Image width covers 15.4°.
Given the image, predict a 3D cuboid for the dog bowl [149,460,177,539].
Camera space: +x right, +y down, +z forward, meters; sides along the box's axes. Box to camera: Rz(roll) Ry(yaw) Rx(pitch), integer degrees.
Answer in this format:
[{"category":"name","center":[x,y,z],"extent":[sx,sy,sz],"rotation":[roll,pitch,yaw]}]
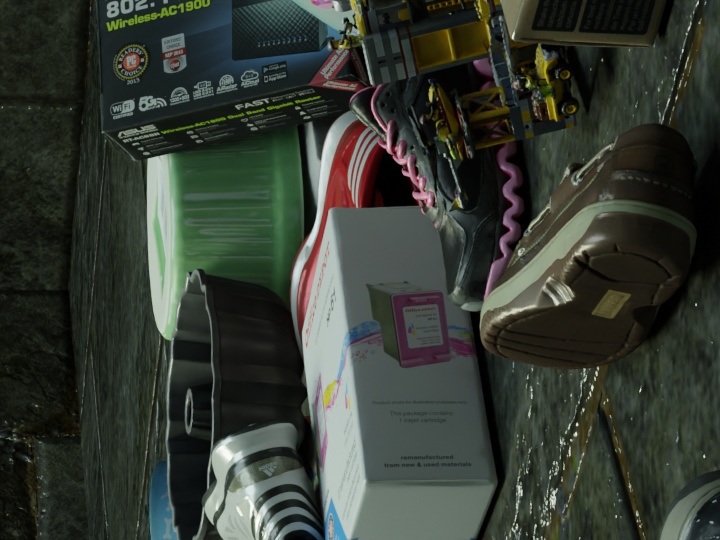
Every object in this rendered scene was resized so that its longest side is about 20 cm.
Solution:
[{"category":"dog bowl","center":[-0.144,0.237,2.407],"extent":[0.200,0.049,0.112],"rotation":[60,-153,-71]}]

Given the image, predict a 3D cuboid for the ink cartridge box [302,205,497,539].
[{"category":"ink cartridge box","center":[0.020,0.080,1.628],"extent":[0.145,0.084,0.201],"rotation":[105,163,-53]}]

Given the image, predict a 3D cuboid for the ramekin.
[{"category":"ramekin","center":[-0.105,-0.038,2.002],"extent":[0.200,0.097,0.202],"rotation":[179,90,-80]}]

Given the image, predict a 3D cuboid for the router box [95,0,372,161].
[{"category":"router box","center":[-0.090,-0.176,1.901],"extent":[0.062,0.199,0.151],"rotation":[43,-142,-62]}]

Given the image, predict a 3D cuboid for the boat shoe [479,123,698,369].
[{"category":"boat shoe","center":[0.111,-0.011,1.228],"extent":[0.202,0.074,0.075],"rotation":[136,148,-67]}]

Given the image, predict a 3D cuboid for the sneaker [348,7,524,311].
[{"category":"sneaker","center":[0.040,-0.075,1.501],"extent":[0.079,0.095,0.201],"rotation":[136,132,-72]}]

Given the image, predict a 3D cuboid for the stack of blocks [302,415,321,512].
[{"category":"stack of blocks","center":[0.004,0.174,1.771],"extent":[0.200,0.058,0.116],"rotation":[-136,47,-75]}]

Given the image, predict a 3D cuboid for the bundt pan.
[{"category":"bundt pan","center":[-0.086,0.101,1.872],"extent":[0.202,0.075,0.203],"rotation":[-177,90,-77]}]

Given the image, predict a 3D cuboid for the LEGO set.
[{"category":"LEGO set","center":[0.035,-0.144,1.380],"extent":[0.154,0.115,0.201],"rotation":[76,180,-47]}]

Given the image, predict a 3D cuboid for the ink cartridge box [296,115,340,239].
[{"category":"ink cartridge box","center":[-0.022,-0.011,1.941],"extent":[0.163,0.057,0.201],"rotation":[104,167,-51]}]

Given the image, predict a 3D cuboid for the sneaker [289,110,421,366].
[{"category":"sneaker","center":[0.000,0.000,1.753],"extent":[0.116,0.078,0.201],"rotation":[-125,35,-73]}]

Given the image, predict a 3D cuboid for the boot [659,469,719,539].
[{"category":"boot","center":[0.155,0.187,0.966],"extent":[0.154,0.073,0.205],"rotation":[-149,58,-74]}]

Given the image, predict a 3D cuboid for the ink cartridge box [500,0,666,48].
[{"category":"ink cartridge box","center":[0.101,-0.229,1.239],"extent":[0.165,0.075,0.201],"rotation":[102,163,-44]}]

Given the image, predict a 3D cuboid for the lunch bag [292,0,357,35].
[{"category":"lunch bag","center":[-0.010,-0.232,1.632],"extent":[0.122,0.200,0.170],"rotation":[-47,-2,-20]}]

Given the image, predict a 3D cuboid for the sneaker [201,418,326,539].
[{"category":"sneaker","center":[-0.053,0.183,1.721],"extent":[0.201,0.075,0.116],"rotation":[85,167,-67]}]
